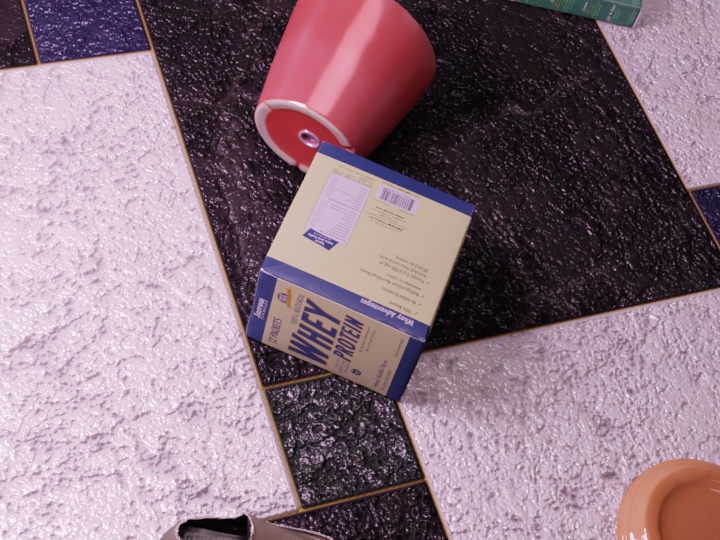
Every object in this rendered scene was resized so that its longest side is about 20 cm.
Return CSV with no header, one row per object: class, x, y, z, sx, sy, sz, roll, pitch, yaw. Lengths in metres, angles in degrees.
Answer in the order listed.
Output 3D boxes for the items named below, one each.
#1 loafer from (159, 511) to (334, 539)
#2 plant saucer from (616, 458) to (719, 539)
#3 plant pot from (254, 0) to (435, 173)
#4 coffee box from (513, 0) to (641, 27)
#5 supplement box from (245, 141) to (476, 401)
loafer,-0.106,0.287,1.345,0.197,0.070,0.076,6,55,-9
plant saucer,0.380,0.295,1.474,0.197,0.038,0.203,7,55,-9
plant pot,-0.028,-0.223,1.643,0.198,0.201,0.179,27,63,6
coffee box,0.306,-0.426,1.934,0.197,0.044,0.124,10,55,-7
supplement box,0.000,0.000,1.522,0.197,0.135,0.201,23,54,3
